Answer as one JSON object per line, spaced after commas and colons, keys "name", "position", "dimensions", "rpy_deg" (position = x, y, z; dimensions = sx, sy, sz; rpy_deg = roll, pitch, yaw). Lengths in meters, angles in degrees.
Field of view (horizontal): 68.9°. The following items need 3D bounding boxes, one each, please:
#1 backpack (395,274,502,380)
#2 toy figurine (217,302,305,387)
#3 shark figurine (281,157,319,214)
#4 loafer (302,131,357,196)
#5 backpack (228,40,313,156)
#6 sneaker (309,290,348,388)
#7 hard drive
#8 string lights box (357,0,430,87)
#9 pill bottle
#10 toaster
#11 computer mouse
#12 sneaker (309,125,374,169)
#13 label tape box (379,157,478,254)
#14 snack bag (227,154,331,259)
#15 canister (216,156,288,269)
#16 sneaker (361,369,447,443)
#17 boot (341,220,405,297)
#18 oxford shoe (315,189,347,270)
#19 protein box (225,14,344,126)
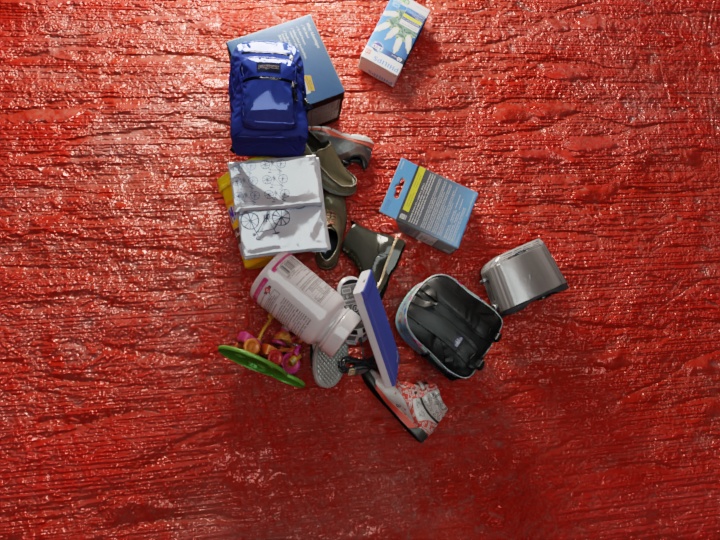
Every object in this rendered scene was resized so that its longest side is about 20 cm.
{"name": "backpack", "position": [0.177, 0.113, 1.121], "dimensions": [0.199, 0.150, 0.178], "rpy_deg": [40, 74, -7]}
{"name": "toy figurine", "position": [-0.168, 0.120, 1.095], "dimensions": [0.199, 0.150, 0.186], "rpy_deg": [31, 65, -24]}
{"name": "shark figurine", "position": [-0.137, -0.161, 1.180], "dimensions": [0.089, 0.128, 0.216], "rpy_deg": [4, 50, -37]}
{"name": "loafer", "position": [-0.083, -0.242, 1.150], "dimensions": [0.199, 0.070, 0.076], "rpy_deg": [37, 40, -11]}
{"name": "backpack", "position": [-0.172, -0.342, 1.015], "dimensions": [0.160, 0.168, 0.203], "rpy_deg": [0, 78, -16]}
{"name": "sneaker", "position": [-0.070, 0.149, 1.110], "dimensions": [0.078, 0.079, 0.203], "rpy_deg": [19, 66, -26]}
{"name": "hard drive", "position": [0.035, 0.113, 1.052], "dimensions": [0.025, 0.132, 0.202], "rpy_deg": [-15, 105, 12]}
{"name": "string lights box", "position": [0.082, -0.565, 1.284], "dimensions": [0.102, 0.059, 0.202], "rpy_deg": [26, 77, -4]}
{"name": "pill bottle", "position": [-0.103, 0.067, 1.003], "dimensions": [0.199, 0.113, 0.114], "rpy_deg": [39, 76, 4]}
{"name": "toaster", "position": [0.371, 0.015, 1.189], "dimensions": [0.198, 0.114, 0.131], "rpy_deg": [-22, 81, -10]}
{"name": "computer mouse", "position": [-0.012, 0.113, 1.088], "dimensions": [0.109, 0.044, 0.203], "rpy_deg": [-8, 87, -32]}
{"name": "sneaker", "position": [-0.067, -0.275, 1.201], "dimensions": [0.197, 0.077, 0.083], "rpy_deg": [7, 85, -6]}
{"name": "label tape box", "position": [0.153, -0.148, 1.212], "dimensions": [0.198, 0.063, 0.146], "rpy_deg": [24, 77, -3]}
{"name": "snack bag", "position": [-0.161, -0.126, 1.048], "dimensions": [0.186, 0.021, 0.203], "rpy_deg": [-7, 85, -14]}
{"name": "canister", "position": [-0.214, -0.119, 1.117], "dimensions": [0.147, 0.086, 0.202], "rpy_deg": [-22, 84, 32]}
{"name": "sneaker", "position": [0.098, 0.259, 1.127], "dimensions": [0.108, 0.067, 0.202], "rpy_deg": [-43, 91, -14]}
{"name": "boot", "position": [0.000, 0.000, 1.168], "dimensions": [0.137, 0.078, 0.202], "rpy_deg": [24, 74, 9]}
{"name": "oxford shoe", "position": [-0.062, -0.104, 1.167], "dimensions": [0.069, 0.075, 0.203], "rpy_deg": [3, 78, -6]}
{"name": "protein box", "position": [-0.167, -0.422, 1.181], "dimensions": [0.198, 0.135, 0.201], "rpy_deg": [-23, 84, -12]}
